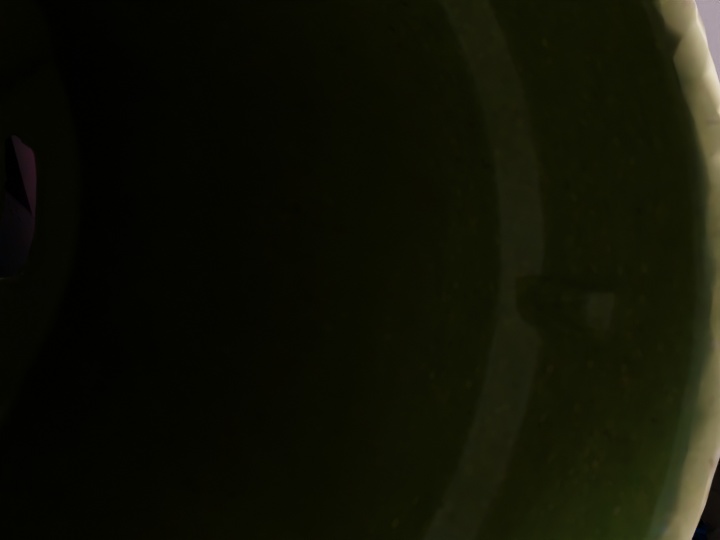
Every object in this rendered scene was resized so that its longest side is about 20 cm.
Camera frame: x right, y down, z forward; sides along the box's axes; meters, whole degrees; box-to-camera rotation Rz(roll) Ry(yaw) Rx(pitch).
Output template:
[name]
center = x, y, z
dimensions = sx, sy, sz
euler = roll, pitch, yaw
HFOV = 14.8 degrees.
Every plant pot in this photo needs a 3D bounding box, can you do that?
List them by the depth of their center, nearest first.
[plant pot]
center = -0.073, -0.003, 0.451
dimensions = 0.200, 0.201, 0.184
euler = 12, 1, -28

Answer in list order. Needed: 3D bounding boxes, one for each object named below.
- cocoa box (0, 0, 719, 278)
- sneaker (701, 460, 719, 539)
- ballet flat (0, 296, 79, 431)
[cocoa box]
center = -0.005, -0.061, 0.697
dimensions = 0.200, 0.134, 0.131
euler = -24, 32, -20
[sneaker]
center = 0.116, 0.020, 0.684
dimensions = 0.078, 0.100, 0.200
euler = -17, -9, -4
[ballet flat]
center = -0.002, 0.037, 0.606
dimensions = 0.200, 0.068, 0.072
euler = -7, 55, -34
